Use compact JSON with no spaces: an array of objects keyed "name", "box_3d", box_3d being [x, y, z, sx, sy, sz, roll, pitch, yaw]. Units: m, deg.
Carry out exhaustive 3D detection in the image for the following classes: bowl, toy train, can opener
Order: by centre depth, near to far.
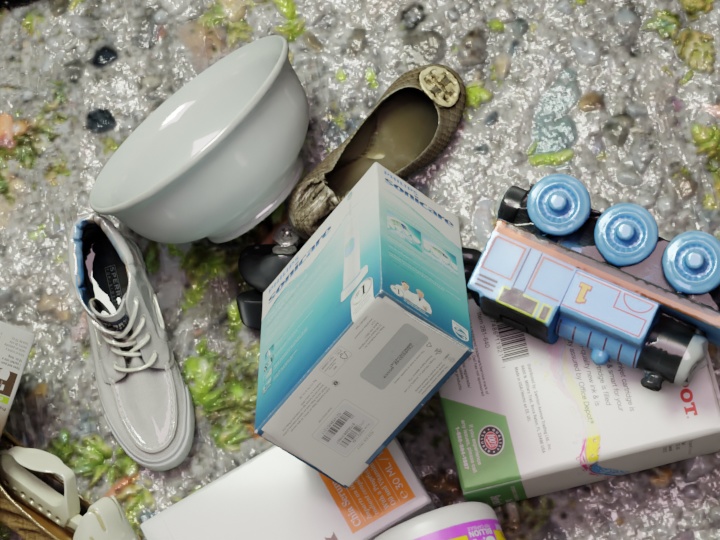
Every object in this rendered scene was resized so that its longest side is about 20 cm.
[{"name":"toy train","box_3d":[0.178,0.010,1.437,0.200,0.087,0.114,24,84,13]},{"name":"bowl","box_3d":[-0.109,-0.085,1.561,0.201,0.201,0.090,-42,111,-6]},{"name":"can opener","box_3d":[0.000,0.000,1.571,0.200,0.079,0.063,-5,34,3]}]

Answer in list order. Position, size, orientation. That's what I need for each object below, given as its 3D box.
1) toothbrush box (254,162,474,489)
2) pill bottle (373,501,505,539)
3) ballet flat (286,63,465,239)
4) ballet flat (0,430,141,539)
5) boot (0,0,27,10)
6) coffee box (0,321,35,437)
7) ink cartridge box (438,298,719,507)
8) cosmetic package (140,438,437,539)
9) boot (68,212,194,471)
[{"name":"toothbrush box","box_3d":[0.000,0.036,1.440,0.085,0.200,0.146,33,113,-19]},{"name":"pill bottle","box_3d":[0.082,0.277,1.444,0.104,0.104,0.200,-21,72,1]},{"name":"ballet flat","box_3d":[0.017,-0.098,1.570,0.067,0.046,0.200,44,64,6]},{"name":"ballet flat","box_3d":[-0.223,0.187,1.526,0.200,0.072,0.068,36,37,20]},{"name":"boot","box_3d":[-0.276,-0.320,1.691,0.198,0.073,0.163,-18,69,10]},{"name":"coffee box","box_3d":[-0.335,0.129,1.528,0.080,0.114,0.200,23,77,-29]},{"name":"ink cartridge box","box_3d":[0.160,0.084,1.500,0.200,0.084,0.145,-14,71,4]},{"name":"cosmetic package","box_3d":[-0.052,0.188,1.507,0.200,0.071,0.102,-31,72,-1]},{"name":"boot","box_3d":[-0.187,0.055,1.552,0.073,0.096,0.200,-21,72,2]}]
